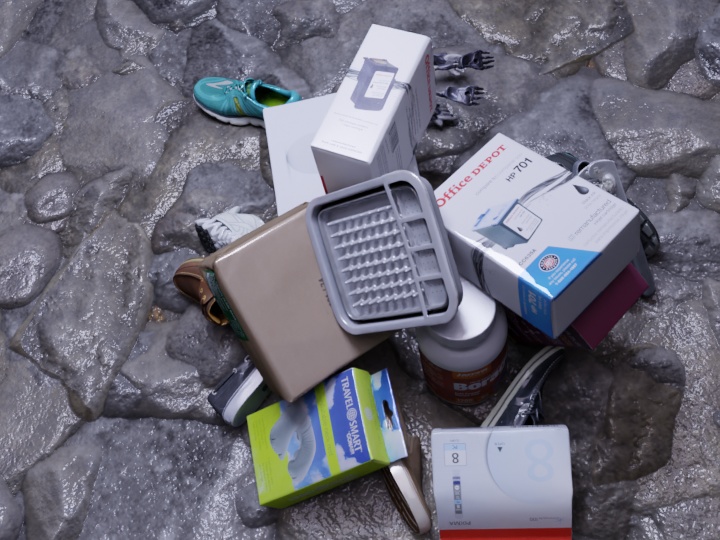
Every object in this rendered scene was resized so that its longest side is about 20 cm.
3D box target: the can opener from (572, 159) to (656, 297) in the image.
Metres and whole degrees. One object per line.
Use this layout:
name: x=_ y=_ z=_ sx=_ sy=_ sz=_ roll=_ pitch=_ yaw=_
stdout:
can opener: x=0.332 y=-0.054 z=1.159 sx=0.053 sy=0.067 sz=0.201 roll=-24 pitch=106 yaw=-4

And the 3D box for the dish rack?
dish rack: x=0.030 y=-0.019 z=0.997 sx=0.043 sy=0.200 sz=0.172 roll=-23 pitch=97 yaw=-43

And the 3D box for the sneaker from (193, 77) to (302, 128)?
sneaker: x=-0.172 y=-0.274 z=1.374 sx=0.199 sy=0.080 sz=0.078 roll=15 pitch=67 yaw=16

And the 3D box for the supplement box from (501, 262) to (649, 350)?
supplement box: x=0.244 y=0.028 z=1.087 sx=0.110 sy=0.200 sz=0.086 roll=-44 pitch=100 yaw=-13

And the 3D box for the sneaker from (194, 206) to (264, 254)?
sneaker: x=-0.157 y=-0.040 z=1.239 sx=0.081 sy=0.075 sz=0.200 roll=-32 pitch=41 yaw=-23

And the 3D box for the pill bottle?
pill bottle: x=0.125 y=0.085 z=1.081 sx=0.112 sy=0.200 sz=0.113 roll=-4 pitch=63 yaw=7

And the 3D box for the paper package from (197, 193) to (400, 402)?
paper package: x=-0.073 y=0.032 z=1.103 sx=0.190 sy=0.103 sz=0.200 roll=-32 pitch=101 yaw=-21

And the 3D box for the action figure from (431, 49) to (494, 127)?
action figure: x=0.113 y=-0.277 z=1.321 sx=0.200 sy=0.102 sz=0.119 roll=12 pitch=93 yaw=56

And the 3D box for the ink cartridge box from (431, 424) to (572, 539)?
ink cartridge box: x=0.167 y=0.284 z=1.027 sx=0.159 sy=0.047 sz=0.201 roll=-3 pitch=83 yaw=8

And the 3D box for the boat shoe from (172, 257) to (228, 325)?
boat shoe: x=-0.192 y=0.035 z=1.202 sx=0.200 sy=0.072 sz=0.068 roll=17 pitch=47 yaw=35

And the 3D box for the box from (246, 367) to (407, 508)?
box: x=-0.046 y=0.206 z=1.089 sx=0.200 sy=0.048 sz=0.122 roll=-28 pitch=59 yaw=25

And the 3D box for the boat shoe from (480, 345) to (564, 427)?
boat shoe: x=0.202 y=0.177 z=1.098 sx=0.062 sy=0.075 sz=0.200 roll=34 pitch=78 yaw=17

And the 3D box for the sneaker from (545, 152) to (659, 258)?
sneaker: x=0.334 y=-0.098 z=1.210 sx=0.200 sy=0.075 sz=0.079 roll=42 pitch=38 yaw=7

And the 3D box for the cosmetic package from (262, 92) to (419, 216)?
cosmetic package: x=-0.020 y=-0.143 z=1.261 sx=0.199 sy=0.123 sz=0.200 roll=-12 pitch=63 yaw=4

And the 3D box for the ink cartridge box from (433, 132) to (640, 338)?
ink cartridge box: x=0.184 y=-0.043 z=0.976 sx=0.146 sy=0.086 sz=0.200 roll=-43 pitch=56 yaw=-15

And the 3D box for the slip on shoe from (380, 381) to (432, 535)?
slip on shoe: x=0.051 y=0.228 z=1.099 sx=0.060 sy=0.076 sz=0.200 roll=-19 pitch=56 yaw=-14

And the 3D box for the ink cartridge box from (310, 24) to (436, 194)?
ink cartridge box: x=0.023 y=-0.189 z=1.128 sx=0.084 sy=0.145 sz=0.200 roll=18 pitch=68 yaw=16

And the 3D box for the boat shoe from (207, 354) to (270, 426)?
boat shoe: x=-0.131 y=0.116 z=1.185 sx=0.066 sy=0.070 sz=0.200 roll=33 pitch=80 yaw=22
